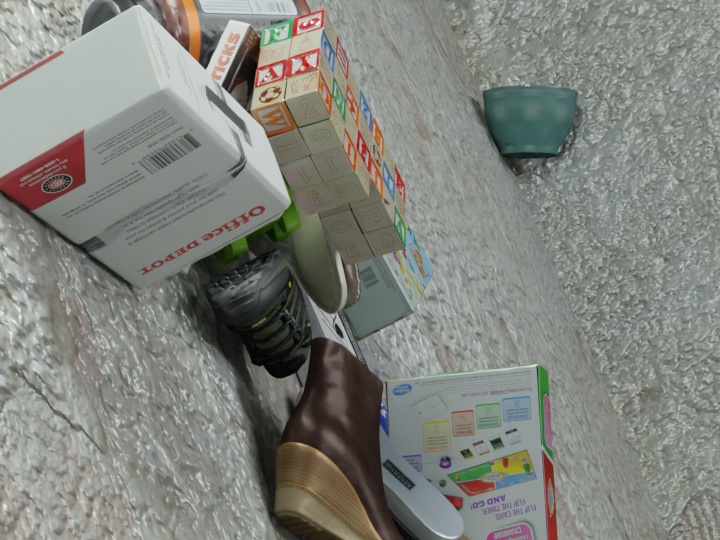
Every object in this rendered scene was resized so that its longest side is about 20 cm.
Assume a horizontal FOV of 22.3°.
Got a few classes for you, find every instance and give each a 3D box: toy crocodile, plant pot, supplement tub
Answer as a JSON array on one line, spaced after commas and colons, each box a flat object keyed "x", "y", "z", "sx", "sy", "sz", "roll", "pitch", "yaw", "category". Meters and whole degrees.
[{"x": -0.097, "y": -0.048, "z": 1.574, "sx": 0.062, "sy": 0.067, "sz": 0.200, "roll": 66, "pitch": -12, "yaw": 1, "category": "toy crocodile"}, {"x": 0.351, "y": -0.303, "z": 3.799, "sx": 0.200, "sy": 0.199, "sz": 0.135, "roll": 13, "pitch": 79, "yaw": -74, "category": "plant pot"}, {"x": -0.144, "y": -0.202, "z": 1.609, "sx": 0.199, "sy": 0.107, "sz": 0.108, "roll": -6, "pitch": 64, "yaw": -39, "category": "supplement tub"}]

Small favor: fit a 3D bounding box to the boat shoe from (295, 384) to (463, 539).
[{"x": 0.007, "y": 0.188, "z": 1.648, "sx": 0.200, "sy": 0.066, "sz": 0.070, "roll": 43, "pitch": 34, "yaw": 12, "category": "boat shoe"}]

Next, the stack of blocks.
[{"x": -0.022, "y": -0.100, "z": 1.533, "sx": 0.116, "sy": 0.058, "sz": 0.201, "roll": -87, "pitch": 157, "yaw": -48, "category": "stack of blocks"}]

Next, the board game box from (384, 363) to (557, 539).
[{"x": 0.102, "y": 0.195, "z": 1.689, "sx": 0.040, "sy": 0.152, "sz": 0.202, "roll": 33, "pitch": 53, "yaw": -66, "category": "board game box"}]

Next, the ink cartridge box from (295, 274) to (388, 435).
[{"x": -0.024, "y": 0.099, "z": 1.753, "sx": 0.201, "sy": 0.044, "sz": 0.094, "roll": 67, "pitch": 15, "yaw": 14, "category": "ink cartridge box"}]

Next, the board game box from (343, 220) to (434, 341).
[{"x": 0.000, "y": 0.000, "z": 1.916, "sx": 0.105, "sy": 0.103, "sz": 0.200, "roll": 61, "pitch": 13, "yaw": -6, "category": "board game box"}]

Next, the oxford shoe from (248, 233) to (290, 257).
[{"x": -0.094, "y": -0.062, "z": 1.772, "sx": 0.200, "sy": 0.075, "sz": 0.058, "roll": -120, "pitch": -147, "yaw": -52, "category": "oxford shoe"}]

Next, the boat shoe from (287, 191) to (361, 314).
[{"x": -0.037, "y": -0.051, "z": 1.661, "sx": 0.059, "sy": 0.072, "sz": 0.201, "roll": -2, "pitch": 55, "yaw": -35, "category": "boat shoe"}]

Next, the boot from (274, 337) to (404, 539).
[{"x": 0.007, "y": 0.170, "z": 1.554, "sx": 0.200, "sy": 0.072, "sz": 0.167, "roll": 43, "pitch": 49, "yaw": -39, "category": "boot"}]

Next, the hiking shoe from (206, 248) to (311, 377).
[{"x": -0.073, "y": 0.039, "z": 1.557, "sx": 0.101, "sy": 0.075, "sz": 0.200, "roll": 64, "pitch": 7, "yaw": 0, "category": "hiking shoe"}]

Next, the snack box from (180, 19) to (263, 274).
[{"x": -0.125, "y": -0.102, "z": 1.508, "sx": 0.201, "sy": 0.024, "sz": 0.072, "roll": -67, "pitch": 153, "yaw": -14, "category": "snack box"}]

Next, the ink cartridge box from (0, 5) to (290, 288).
[{"x": -0.162, "y": -0.084, "z": 1.345, "sx": 0.200, "sy": 0.144, "sz": 0.084, "roll": 44, "pitch": 22, "yaw": -56, "category": "ink cartridge box"}]
